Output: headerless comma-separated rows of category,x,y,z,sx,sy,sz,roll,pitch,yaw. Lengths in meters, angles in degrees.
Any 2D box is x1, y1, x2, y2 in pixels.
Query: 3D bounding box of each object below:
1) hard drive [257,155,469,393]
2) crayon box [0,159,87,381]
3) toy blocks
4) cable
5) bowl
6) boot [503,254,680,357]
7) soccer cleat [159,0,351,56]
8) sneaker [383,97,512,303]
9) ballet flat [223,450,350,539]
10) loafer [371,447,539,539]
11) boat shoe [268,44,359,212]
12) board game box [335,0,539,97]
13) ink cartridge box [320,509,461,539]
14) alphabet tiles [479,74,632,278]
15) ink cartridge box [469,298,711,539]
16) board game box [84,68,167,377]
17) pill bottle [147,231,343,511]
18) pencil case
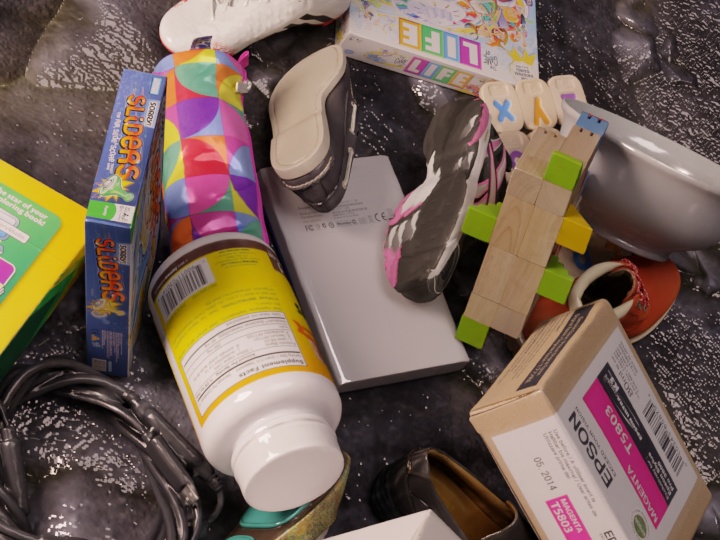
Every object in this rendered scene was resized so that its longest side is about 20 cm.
hard drive,0.000,0.000,1.498,0.131,0.025,0.202,-8,66,-32
crayon box,-0.316,-0.016,1.294,0.199,0.058,0.173,30,50,3
toy blocks,0.148,-0.045,1.482,0.099,0.201,0.137,23,36,9
cable,-0.207,0.149,1.287,0.200,0.051,0.163,43,59,5
bowl,0.250,-0.069,1.584,0.199,0.091,0.201,23,14,-6
boot,0.228,0.023,1.558,0.199,0.107,0.075,-23,78,-38
soccer cleat,-0.085,-0.235,1.550,0.199,0.085,0.069,-19,72,-32
sneaker,0.090,-0.051,1.519,0.086,0.080,0.201,45,54,-32
ballet flat,-0.069,0.211,1.315,0.071,0.071,0.200,45,52,3
loafer,0.103,0.213,1.398,0.199,0.072,0.073,35,50,-8
boat shoe,-0.035,-0.122,1.521,0.063,0.072,0.201,55,23,-29
board game box,0.073,-0.239,1.676,0.198,0.034,0.136,14,57,-21
ink cartridge box,0.040,0.293,1.240,0.200,0.147,0.145,46,51,-16
alphabet tiles,0.179,-0.083,1.638,0.198,0.015,0.197,-9,77,-33
ink cartridge box,0.189,0.150,1.424,0.201,0.075,0.165,60,34,-11
board game box,-0.173,-0.031,1.309,0.034,0.201,0.136,9,56,-2
pill bottle,-0.082,0.076,1.326,0.108,0.110,0.201,-2,48,-29
pencil case,-0.122,-0.087,1.444,0.088,0.088,0.202,6,62,-26
